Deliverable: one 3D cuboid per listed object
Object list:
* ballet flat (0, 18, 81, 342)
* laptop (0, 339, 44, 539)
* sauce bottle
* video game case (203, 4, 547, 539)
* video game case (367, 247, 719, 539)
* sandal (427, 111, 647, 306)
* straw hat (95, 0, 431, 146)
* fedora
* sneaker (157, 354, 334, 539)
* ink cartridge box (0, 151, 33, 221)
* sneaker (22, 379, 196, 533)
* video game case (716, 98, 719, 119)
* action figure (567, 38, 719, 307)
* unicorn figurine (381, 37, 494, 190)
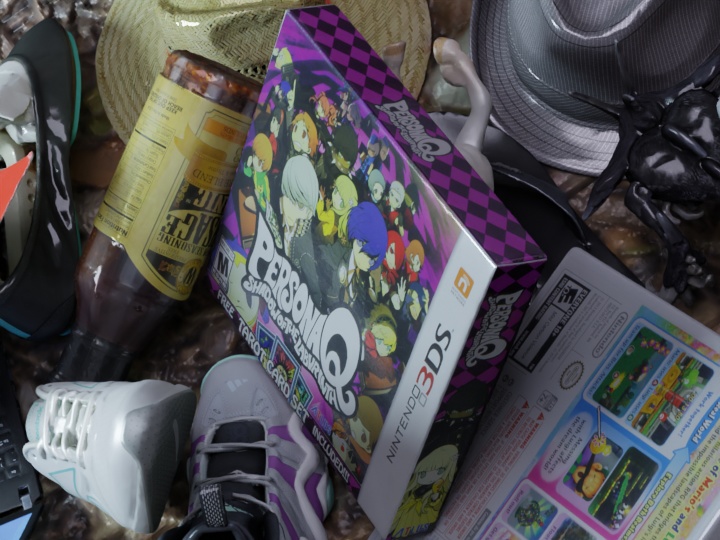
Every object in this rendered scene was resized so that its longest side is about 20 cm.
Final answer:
[{"bbox_3d":[-0.189,-0.059,1.266,0.068,0.068,0.200,-34,54,43],"label":"ballet flat"},{"bbox_3d":[-0.268,0.114,1.199,0.177,0.103,0.200,-21,64,4],"label":"laptop"},{"bbox_3d":[-0.111,-0.016,1.216,0.066,0.066,0.200,27,98,23],"label":"sauce bottle"},{"bbox_3d":[0.000,0.000,1.124,0.036,0.181,0.200,-9,46,-33],"label":"video game case"},{"bbox_3d":[0.102,0.105,1.095,0.200,0.024,0.182,-55,39,1],"label":"video game case"},{"bbox_3d":[0.084,-0.022,1.205,0.076,0.043,0.200,-45,65,-8],"label":"sandal"},{"bbox_3d":[-0.067,-0.140,1.270,0.201,0.085,0.201,-5,65,12],"label":"straw hat"},{"bbox_3d":[0.140,-0.158,1.224,0.177,0.090,0.200,18,73,21],"label":"fedora"},{"bbox_3d":[-0.060,0.117,1.125,0.078,0.140,0.200,-14,65,8],"label":"sneaker"},{"bbox_3d":[-0.270,0.011,1.203,0.200,0.050,0.162,-18,42,49],"label":"ink cartridge box"},{"bbox_3d":[-0.127,0.087,1.117,0.080,0.200,0.071,20,78,-5],"label":"sneaker"},{"bbox_3d":[0.282,-0.007,1.100,0.200,0.022,0.182,-1,60,-28],"label":"video game case"},{"bbox_3d":[0.189,-0.029,1.151,0.200,0.102,0.119,42,81,9],"label":"action figure"},{"bbox_3d":[0.026,-0.046,1.174,0.074,0.200,0.138,-11,85,-32],"label":"unicorn figurine"}]
